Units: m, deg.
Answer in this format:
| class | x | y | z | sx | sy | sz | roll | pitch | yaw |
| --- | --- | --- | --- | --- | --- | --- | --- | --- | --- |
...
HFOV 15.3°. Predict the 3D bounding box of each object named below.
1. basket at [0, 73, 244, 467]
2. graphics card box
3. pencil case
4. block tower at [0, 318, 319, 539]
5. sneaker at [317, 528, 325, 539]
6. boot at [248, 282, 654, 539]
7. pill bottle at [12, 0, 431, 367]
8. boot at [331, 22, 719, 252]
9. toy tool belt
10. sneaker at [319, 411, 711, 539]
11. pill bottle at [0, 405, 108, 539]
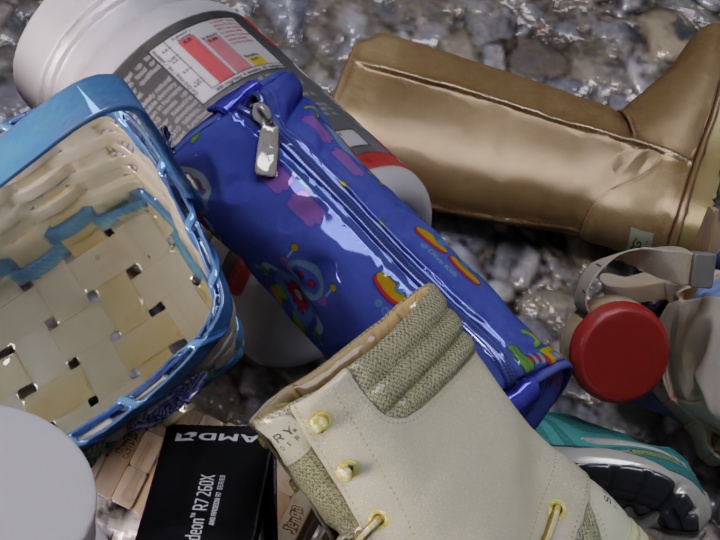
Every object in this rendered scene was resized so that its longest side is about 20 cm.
| class | x | y | z | sx | sy | sz | roll | pitch | yaw |
| --- | --- | --- | --- | --- | --- | --- | --- | --- | --- |
| basket | -0.134 | 0.007 | 1.066 | 0.176 | 0.200 | 0.139 | -34 | 64 | 4 |
| graphics card box | -0.062 | 0.156 | 1.034 | 0.051 | 0.126 | 0.200 | 1 | 23 | 4 |
| pencil case | 0.000 | 0.000 | 1.141 | 0.078 | 0.087 | 0.200 | -40 | 80 | -18 |
| block tower | -0.110 | 0.073 | 1.184 | 0.200 | 0.054 | 0.058 | 26 | 84 | 12 |
| sneaker | 0.069 | 0.156 | 1.092 | 0.200 | 0.089 | 0.075 | 35 | 7 | 9 |
| boot | 0.005 | 0.117 | 1.005 | 0.200 | 0.072 | 0.155 | -45 | 103 | -26 |
| pill bottle | -0.070 | -0.057 | 1.281 | 0.116 | 0.116 | 0.200 | -29 | 60 | -31 |
| boot | 0.092 | -0.087 | 1.376 | 0.200 | 0.066 | 0.175 | 16 | 47 | 5 |
| toy tool belt | 0.174 | 0.034 | 1.261 | 0.200 | 0.125 | 0.123 | 4 | 9 | -16 |
| sneaker | 0.058 | 0.093 | 1.214 | 0.200 | 0.078 | 0.080 | 13 | 20 | 4 |
| pill bottle | -0.149 | 0.145 | 1.024 | 0.112 | 0.200 | 0.112 | 5 | 48 | -6 |
